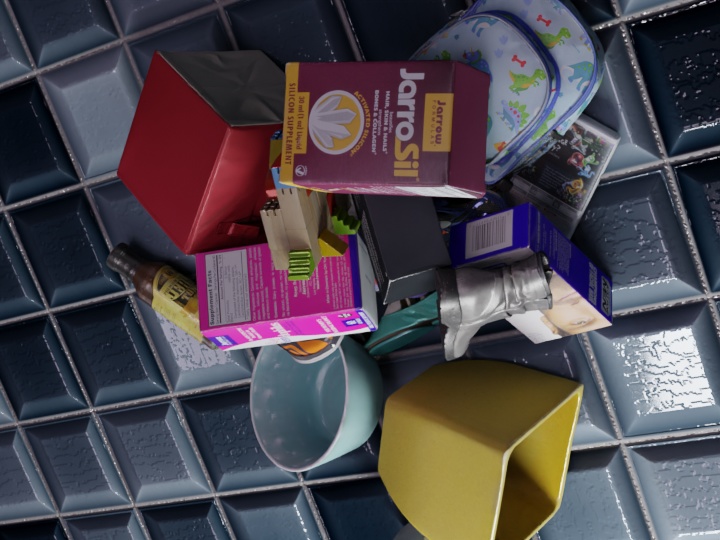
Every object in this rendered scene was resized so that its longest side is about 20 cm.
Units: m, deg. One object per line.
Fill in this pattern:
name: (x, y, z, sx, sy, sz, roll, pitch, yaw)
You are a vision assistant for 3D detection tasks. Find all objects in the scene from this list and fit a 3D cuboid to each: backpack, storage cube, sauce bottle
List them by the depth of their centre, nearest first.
backpack: (0.161, -0.213, 1.555, 0.200, 0.147, 0.183, -42, 84, 17)
storage cube: (-0.165, -0.148, 1.734, 0.200, 0.170, 0.181, 45, 126, 34)
sauce bottle: (-0.265, 0.032, 1.974, 0.199, 0.065, 0.065, 33, 124, 10)

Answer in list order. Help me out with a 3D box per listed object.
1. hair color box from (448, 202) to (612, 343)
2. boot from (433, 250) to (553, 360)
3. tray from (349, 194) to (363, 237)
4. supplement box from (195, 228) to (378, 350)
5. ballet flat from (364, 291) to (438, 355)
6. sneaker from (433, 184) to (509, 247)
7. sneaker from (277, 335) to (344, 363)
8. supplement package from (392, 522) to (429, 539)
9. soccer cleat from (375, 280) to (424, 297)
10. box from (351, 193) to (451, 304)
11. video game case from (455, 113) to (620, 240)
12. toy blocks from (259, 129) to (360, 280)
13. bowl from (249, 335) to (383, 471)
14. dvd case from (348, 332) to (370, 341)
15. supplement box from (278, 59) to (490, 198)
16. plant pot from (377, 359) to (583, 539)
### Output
hair color box: (0.198, 0.007, 1.638, 0.109, 0.065, 0.200, -16, 145, 33)
boot: (0.152, 0.044, 1.585, 0.130, 0.200, 0.070, -9, 72, 1)
tray: (-0.021, -0.037, 1.832, 0.108, 0.022, 0.200, 51, 126, 1)
supplement box: (-0.087, 0.025, 1.694, 0.198, 0.101, 0.104, -7, 73, 10)
ballet flat: (0.081, 0.045, 1.797, 0.199, 0.067, 0.071, -25, 75, 35)
sneaker: (0.096, -0.064, 1.708, 0.198, 0.075, 0.079, -9, 104, 28)
sneaker: (-0.110, 0.053, 1.782, 0.199, 0.078, 0.112, 8, 156, 49)
supplement package: (0.123, 0.431, 1.864, 0.200, 0.191, 0.147, 49, 125, 1)
soccer cleat: (0.000, 0.000, 1.794, 0.198, 0.067, 0.077, 15, 146, 19)
box: (0.036, -0.078, 1.616, 0.078, 0.141, 0.202, -16, 80, -2)
video game case: (0.183, -0.130, 1.675, 0.199, 0.023, 0.183, 32, 124, 14)
toy blocks: (-0.066, -0.098, 1.617, 0.099, 0.200, 0.138, -3, 119, 19)
bowl: (-0.045, 0.163, 1.860, 0.200, 0.104, 0.203, -12, 74, 46)
dvd case: (-0.090, 0.022, 1.837, 0.199, 0.025, 0.150, 21, 162, 23)
supplement box: (0.025, -0.146, 1.481, 0.198, 0.103, 0.132, 2, 88, 26)
plant pot: (0.134, 0.220, 1.770, 0.199, 0.194, 0.197, 24, 123, 28)
